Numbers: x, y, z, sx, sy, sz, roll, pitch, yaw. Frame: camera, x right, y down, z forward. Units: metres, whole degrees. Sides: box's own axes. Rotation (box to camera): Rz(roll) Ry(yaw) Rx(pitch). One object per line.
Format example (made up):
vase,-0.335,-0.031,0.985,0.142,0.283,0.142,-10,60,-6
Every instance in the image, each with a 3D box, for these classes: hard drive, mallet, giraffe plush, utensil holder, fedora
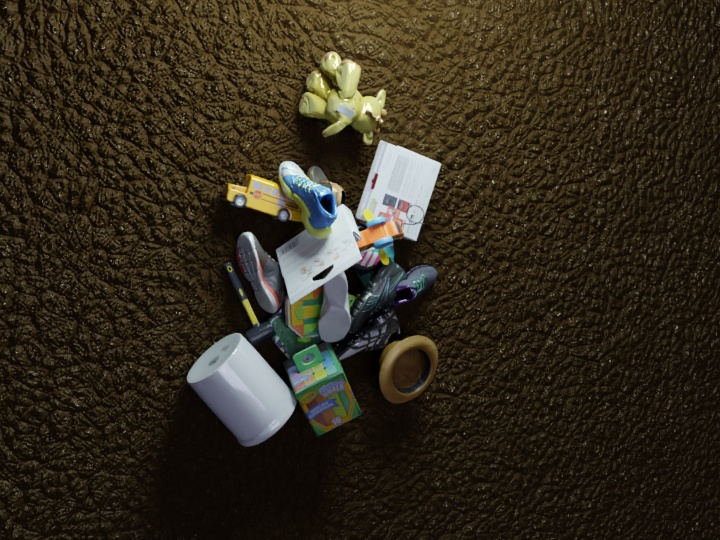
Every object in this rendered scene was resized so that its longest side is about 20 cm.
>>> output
hard drive,-0.129,0.114,1.688,0.200,0.038,0.140,-43,113,-13
mallet,-0.254,0.071,1.604,0.065,0.041,0.201,-19,90,-16
giraffe plush,-0.018,-0.378,1.599,0.162,0.200,0.173,11,127,-49
utensil holder,-0.270,0.268,1.580,0.170,0.170,0.200,-42,111,-12
fedora,0.108,0.240,1.780,0.200,0.082,0.202,-18,122,-31

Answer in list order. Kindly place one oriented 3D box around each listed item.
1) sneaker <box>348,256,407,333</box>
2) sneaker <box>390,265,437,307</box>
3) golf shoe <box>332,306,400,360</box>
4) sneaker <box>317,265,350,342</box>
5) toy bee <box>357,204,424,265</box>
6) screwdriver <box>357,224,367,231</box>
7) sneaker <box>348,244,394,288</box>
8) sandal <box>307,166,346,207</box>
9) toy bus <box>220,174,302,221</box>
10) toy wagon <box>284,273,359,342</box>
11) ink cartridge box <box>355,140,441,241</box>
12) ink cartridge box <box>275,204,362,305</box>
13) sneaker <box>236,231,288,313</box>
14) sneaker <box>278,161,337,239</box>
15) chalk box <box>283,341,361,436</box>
sneaker,0.037,0.068,1.645,0.079,0.075,0.201,32,90,-14
sneaker,0.133,0.048,1.756,0.199,0.087,0.075,-25,114,-29
golf shoe,0.019,0.177,1.745,0.200,0.078,0.095,-36,112,-14
sneaker,-0.058,0.070,1.614,0.075,0.089,0.201,3,122,-6
toy bee,0.059,-0.078,1.619,0.198,0.109,0.132,0,84,16
screwdriver,-0.048,-0.118,1.698,0.199,0.028,0.029,24,59,-19
sneaker,0.000,0.000,1.707,0.199,0.084,0.122,-14,95,-23
sandal,-0.056,-0.160,1.638,0.054,0.082,0.201,-26,100,25
toy bus,-0.211,-0.162,1.589,0.199,0.065,0.079,17,91,-26
toy wagon,-0.082,0.085,1.662,0.199,0.040,0.156,-6,102,-23
ink cartridge box,0.078,-0.195,1.704,0.175,0.084,0.201,19,91,-24
ink cartridge box,-0.087,-0.030,1.569,0.199,0.174,0.044,-33,140,15
sneaker,-0.222,-0.004,1.619,0.082,0.077,0.201,-35,117,-37
sneaker,-0.105,-0.174,1.539,0.075,0.105,0.201,-22,77,-41
chalk box,-0.096,0.263,1.642,0.124,0.124,0.201,-25,127,-5
